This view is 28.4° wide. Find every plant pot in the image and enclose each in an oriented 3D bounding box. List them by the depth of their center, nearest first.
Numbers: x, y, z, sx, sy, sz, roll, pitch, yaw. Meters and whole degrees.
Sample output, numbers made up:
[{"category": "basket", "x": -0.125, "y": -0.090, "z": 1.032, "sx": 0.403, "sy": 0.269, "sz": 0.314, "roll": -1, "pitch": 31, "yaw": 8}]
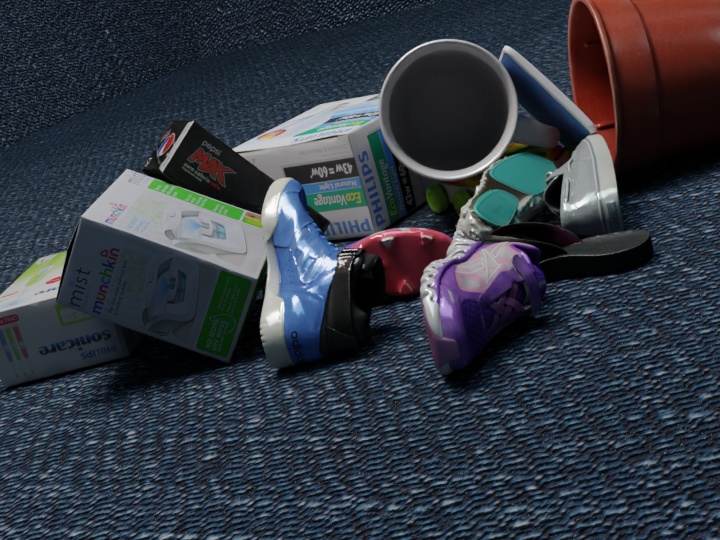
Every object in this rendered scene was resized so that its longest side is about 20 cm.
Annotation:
[{"category": "plant pot", "x": 0.337, "y": -0.206, "z": 1.505, "sx": 0.194, "sy": 0.202, "sz": 0.201, "roll": -10, "pitch": 15, "yaw": -2}]

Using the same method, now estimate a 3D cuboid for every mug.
[{"category": "mug", "x": 0.121, "y": -0.167, "z": 1.562, "sx": 0.199, "sy": 0.149, "sz": 0.175, "roll": 14, "pitch": 6, "yaw": 2}]

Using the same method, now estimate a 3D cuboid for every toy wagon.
[{"category": "toy wagon", "x": 0.150, "y": -0.108, "z": 1.625, "sx": 0.154, "sy": 0.040, "sz": 0.200, "roll": -23, "pitch": 16, "yaw": -19}]

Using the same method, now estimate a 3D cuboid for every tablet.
[{"category": "tablet", "x": 0.199, "y": -0.185, "z": 1.550, "sx": 0.014, "sy": 0.130, "sz": 0.200, "roll": -47, "pitch": -2, "yaw": 0}]

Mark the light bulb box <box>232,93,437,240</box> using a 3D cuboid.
[{"category": "light bulb box", "x": -0.019, "y": -0.125, "z": 1.712, "sx": 0.197, "sy": 0.126, "sz": 0.200, "roll": -5, "pitch": 19, "yaw": 37}]

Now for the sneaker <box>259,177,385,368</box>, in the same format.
[{"category": "sneaker", "x": -0.030, "y": -0.007, "z": 1.294, "sx": 0.110, "sy": 0.077, "sz": 0.201, "roll": -10, "pitch": 49, "yaw": 12}]

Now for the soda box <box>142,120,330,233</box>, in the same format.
[{"category": "soda box", "x": -0.133, "y": -0.079, "z": 1.542, "sx": 0.071, "sy": 0.200, "sz": 0.063, "roll": -60, "pitch": 27, "yaw": -11}]

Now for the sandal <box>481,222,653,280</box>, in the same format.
[{"category": "sandal", "x": 0.163, "y": -0.021, "z": 1.288, "sx": 0.199, "sy": 0.048, "sz": 0.075, "roll": -10, "pitch": 17, "yaw": 23}]

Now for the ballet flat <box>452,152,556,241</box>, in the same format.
[{"category": "ballet flat", "x": 0.139, "y": -0.061, "z": 1.429, "sx": 0.071, "sy": 0.072, "sz": 0.200, "roll": -8, "pitch": 17, "yaw": 30}]

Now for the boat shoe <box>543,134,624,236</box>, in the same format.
[{"category": "boat shoe", "x": 0.215, "y": -0.083, "z": 1.405, "sx": 0.071, "sy": 0.070, "sz": 0.201, "roll": -10, "pitch": 19, "yaw": 7}]

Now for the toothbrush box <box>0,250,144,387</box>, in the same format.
[{"category": "toothbrush box", "x": -0.301, "y": 0.037, "z": 1.537, "sx": 0.145, "sy": 0.087, "sz": 0.200, "roll": -14, "pitch": 17, "yaw": 12}]

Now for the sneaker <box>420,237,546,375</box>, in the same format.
[{"category": "sneaker", "x": 0.105, "y": 0.021, "z": 1.166, "sx": 0.088, "sy": 0.081, "sz": 0.200, "roll": -4, "pitch": 18, "yaw": 18}]

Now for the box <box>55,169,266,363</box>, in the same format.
[{"category": "box", "x": -0.183, "y": -0.008, "z": 1.400, "sx": 0.175, "sy": 0.097, "sz": 0.200, "roll": 20, "pitch": 17, "yaw": -2}]

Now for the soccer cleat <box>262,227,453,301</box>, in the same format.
[{"category": "soccer cleat", "x": 0.000, "y": 0.000, "z": 1.377, "sx": 0.199, "sy": 0.067, "sz": 0.076, "roll": -18, "pitch": 10, "yaw": 10}]
